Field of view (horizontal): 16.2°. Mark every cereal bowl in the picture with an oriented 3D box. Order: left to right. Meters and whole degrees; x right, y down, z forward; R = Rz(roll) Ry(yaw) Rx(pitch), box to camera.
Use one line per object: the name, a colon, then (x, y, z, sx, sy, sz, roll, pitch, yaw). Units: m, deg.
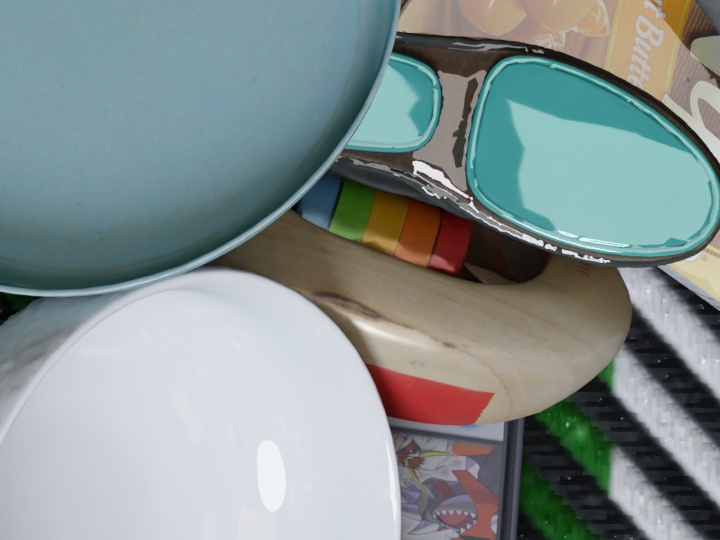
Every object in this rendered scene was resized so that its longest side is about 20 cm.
cereal bowl: (-0.082, 0.095, 0.841, 0.199, 0.083, 0.202, -9, 102, -46)

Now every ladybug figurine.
ladybug figurine: (0.000, 0.000, 0.936, 0.199, 0.136, 0.072, 22, 122, -1)

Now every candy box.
candy box: (0.112, -0.074, 0.972, 0.199, 0.055, 0.116, 34, 91, -8)

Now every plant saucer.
plant saucer: (-0.082, -0.078, 0.821, 0.198, 0.027, 0.202, -5, 63, 10)

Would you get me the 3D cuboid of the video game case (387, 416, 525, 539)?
video game case: (-0.030, 0.120, 0.933, 0.179, 0.025, 0.202, 12, 68, -17)

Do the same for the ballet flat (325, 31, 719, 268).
ballet flat: (0.034, -0.054, 0.905, 0.198, 0.068, 0.069, 18, 93, -3)

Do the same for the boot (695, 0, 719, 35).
boot: (0.121, -0.109, 0.910, 0.181, 0.073, 0.200, -35, 112, 8)
